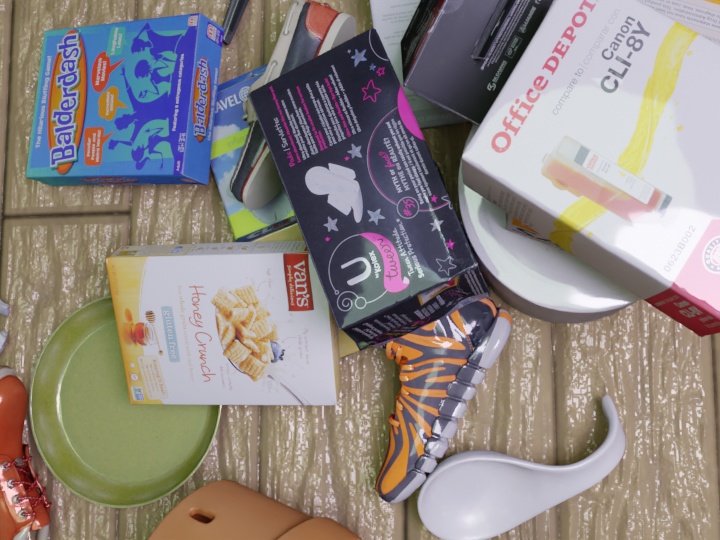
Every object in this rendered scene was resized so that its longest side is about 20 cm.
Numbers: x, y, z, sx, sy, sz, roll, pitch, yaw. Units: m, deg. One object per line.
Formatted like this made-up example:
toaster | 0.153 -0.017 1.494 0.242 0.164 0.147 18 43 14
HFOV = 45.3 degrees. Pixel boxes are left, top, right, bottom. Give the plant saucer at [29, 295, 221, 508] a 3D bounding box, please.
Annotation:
plant saucer | -0.225 0.125 0.840 0.196 0.031 0.204 -1 83 10

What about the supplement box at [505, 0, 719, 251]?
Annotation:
supplement box | 0.196 -0.109 0.639 0.124 0.074 0.203 20 87 10

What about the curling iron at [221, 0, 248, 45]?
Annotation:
curling iron | -0.114 -0.328 0.876 0.049 0.025 0.204 14 89 -27

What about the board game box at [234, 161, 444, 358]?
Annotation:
board game box | 0.000 0.000 0.790 0.197 0.035 0.137 -20 106 5

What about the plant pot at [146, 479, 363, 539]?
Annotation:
plant pot | -0.102 0.275 0.733 0.139 0.200 0.202 32 89 28

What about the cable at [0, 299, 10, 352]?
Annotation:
cable | -0.476 0.076 0.866 0.198 0.069 0.202 30 89 11

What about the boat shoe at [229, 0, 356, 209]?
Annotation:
boat shoe | -0.072 -0.153 0.781 0.062 0.071 0.203 24 83 13

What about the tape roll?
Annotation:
tape roll | 0.184 -0.060 0.743 0.199 0.139 0.207 -1 84 8

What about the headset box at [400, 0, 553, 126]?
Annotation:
headset box | 0.096 -0.215 0.692 0.076 0.201 0.150 24 113 -10

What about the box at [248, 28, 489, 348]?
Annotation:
box | 0.009 -0.057 0.682 0.113 0.132 0.203 -23 75 7

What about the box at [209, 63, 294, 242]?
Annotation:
box | -0.083 -0.109 0.838 0.120 0.048 0.203 -21 81 6

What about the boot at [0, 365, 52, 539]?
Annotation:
boot | -0.331 0.195 0.819 0.106 0.075 0.204 15 101 16

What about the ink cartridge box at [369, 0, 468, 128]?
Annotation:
ink cartridge box | 0.111 -0.234 0.816 0.196 0.044 0.176 -6 113 8

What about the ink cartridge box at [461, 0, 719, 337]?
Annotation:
ink cartridge box | 0.181 -0.074 0.557 0.198 0.083 0.146 33 89 10

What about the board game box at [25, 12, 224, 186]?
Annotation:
board game box | -0.232 -0.162 0.843 0.197 0.045 0.155 1 83 26

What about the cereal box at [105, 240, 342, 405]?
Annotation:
cereal box | -0.118 0.049 0.769 0.196 0.040 0.147 -2 109 10

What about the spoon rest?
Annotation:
spoon rest | 0.143 0.179 0.753 0.198 0.061 0.100 -27 118 3

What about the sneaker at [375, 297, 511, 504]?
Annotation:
sneaker | 0.041 0.097 0.765 0.111 0.078 0.202 29 88 -3
